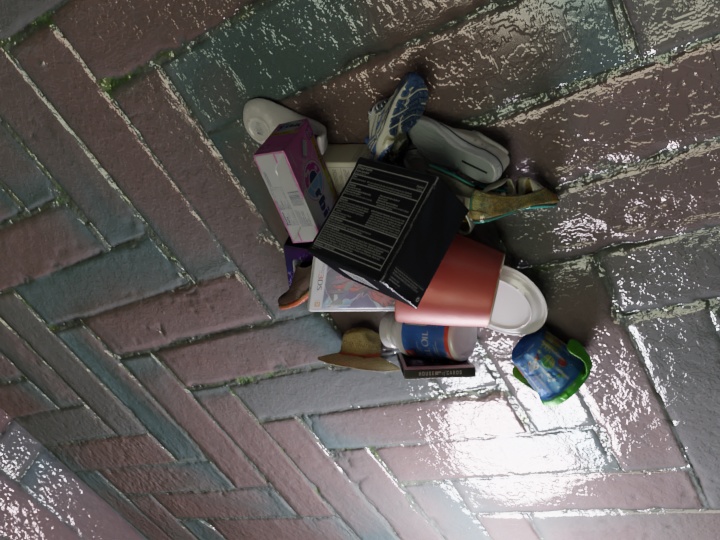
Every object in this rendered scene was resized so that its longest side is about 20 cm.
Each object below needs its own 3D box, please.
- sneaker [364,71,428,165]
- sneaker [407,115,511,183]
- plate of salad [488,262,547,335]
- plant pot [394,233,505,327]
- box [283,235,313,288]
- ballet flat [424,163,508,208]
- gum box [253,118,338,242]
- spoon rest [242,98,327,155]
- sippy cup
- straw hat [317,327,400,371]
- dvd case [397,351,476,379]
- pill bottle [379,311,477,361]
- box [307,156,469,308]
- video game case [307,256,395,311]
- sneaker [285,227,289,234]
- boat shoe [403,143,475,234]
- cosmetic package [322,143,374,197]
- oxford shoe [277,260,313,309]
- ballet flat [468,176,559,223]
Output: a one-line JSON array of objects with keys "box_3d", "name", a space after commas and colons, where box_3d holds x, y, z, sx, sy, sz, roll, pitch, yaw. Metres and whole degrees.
[{"box_3d": [0.049, -0.271, 1.228, 0.085, 0.077, 0.201, 52, 144, 22], "name": "sneaker"}, {"box_3d": [0.173, -0.220, 1.238, 0.199, 0.071, 0.073, 36, 141, 21], "name": "sneaker"}, {"box_3d": [0.290, 0.054, 1.444, 0.199, 0.048, 0.201, 22, 141, 19], "name": "plate of salad"}, {"box_3d": [0.173, 0.018, 1.332, 0.176, 0.201, 0.201, 13, 134, 13], "name": "plant pot"}, {"box_3d": [-0.057, -0.008, 1.528, 0.198, 0.079, 0.142, 11, 136, 15], "name": "box"}, {"box_3d": [0.189, -0.134, 1.250, 0.199, 0.067, 0.064, 12, 105, -33], "name": "ballet flat"}, {"box_3d": [-0.108, -0.157, 1.283, 0.066, 0.114, 0.201, -3, 127, 26], "name": "gum box"}, {"box_3d": [-0.143, -0.273, 1.346, 0.199, 0.061, 0.100, 21, 136, 24], "name": "spoon rest"}, {"box_3d": [0.394, 0.194, 1.484, 0.130, 0.140, 0.178, 43, 111, -4], "name": "sippy cup"}, {"box_3d": [0.001, 0.179, 1.662, 0.199, 0.201, 0.086, 7, 90, 18], "name": "straw hat"}, {"box_3d": [0.161, 0.203, 1.531, 0.149, 0.200, 0.025, -2, 95, -1], "name": "dvd case"}, {"box_3d": [0.144, 0.135, 1.534, 0.199, 0.112, 0.113, 0, 132, 39], "name": "pill bottle"}, {"box_3d": [0.048, -0.069, 1.221, 0.199, 0.199, 0.123, 23, 172, 44], "name": "box"}, {"box_3d": [0.000, 0.000, 1.406, 0.198, 0.023, 0.184, 0, 118, -17], "name": "video game case"}, {"box_3d": [-0.058, -0.084, 1.449, 0.198, 0.088, 0.076, 8, 133, 17], "name": "sneaker"}, {"box_3d": [0.144, -0.141, 1.307, 0.074, 0.086, 0.202, -24, 118, 38], "name": "boat shoe"}, {"box_3d": [-0.060, -0.186, 1.367, 0.198, 0.071, 0.106, 5, 131, 20], "name": "cosmetic package"}, {"box_3d": [-0.115, 0.019, 1.488, 0.199, 0.071, 0.073, -33, 94, 35], "name": "oxford shoe"}, {"box_3d": [0.270, -0.130, 1.222, 0.071, 0.199, 0.071, 33, 130, 52], "name": "ballet flat"}]
